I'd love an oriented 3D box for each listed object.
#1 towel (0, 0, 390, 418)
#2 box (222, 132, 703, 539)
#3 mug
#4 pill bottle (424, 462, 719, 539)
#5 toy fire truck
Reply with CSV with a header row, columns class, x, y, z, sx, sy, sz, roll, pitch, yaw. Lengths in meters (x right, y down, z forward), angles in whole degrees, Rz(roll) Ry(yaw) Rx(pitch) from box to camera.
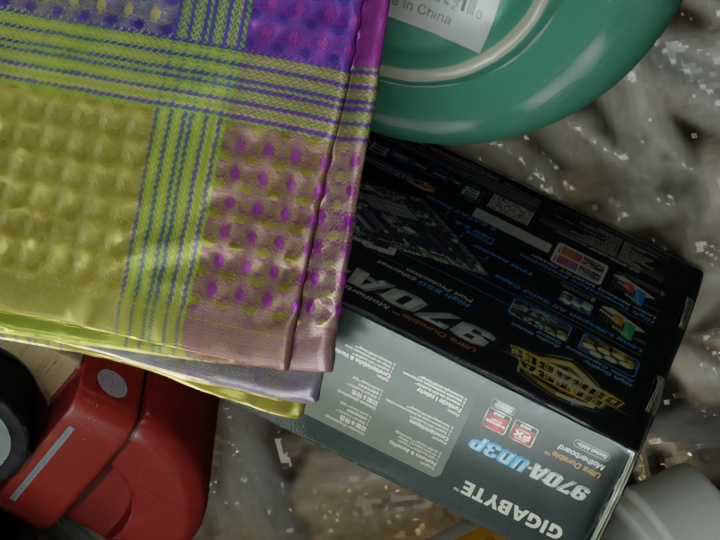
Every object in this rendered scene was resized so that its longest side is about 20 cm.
class,x,y,z,sx,sy,sz,roll,pitch,yaw
towel,-0.060,-0.069,0.717,0.143,0.023,0.200,10,91,15
box,0.000,0.000,0.809,0.200,0.159,0.046,26,113,4
mug,0.041,-0.120,0.772,0.185,0.114,0.152,-25,104,24
pill bottle,0.036,0.142,0.853,0.200,0.113,0.113,-26,106,-8
toy fire truck,-0.096,0.105,0.918,0.200,0.129,0.176,29,124,-20
